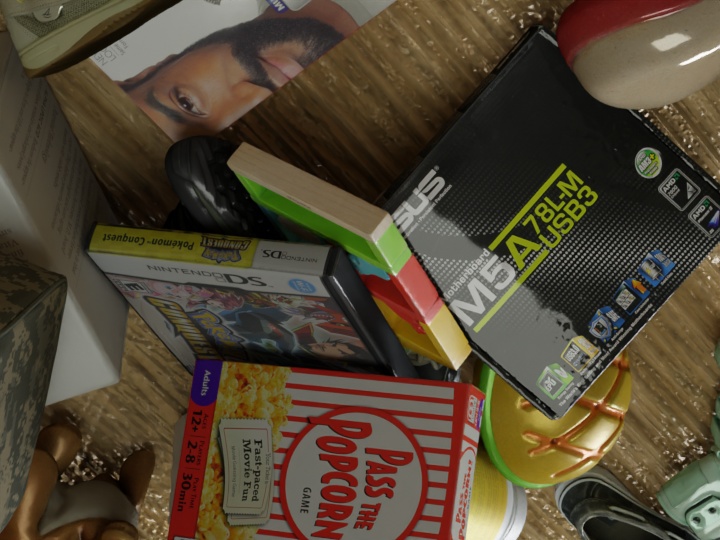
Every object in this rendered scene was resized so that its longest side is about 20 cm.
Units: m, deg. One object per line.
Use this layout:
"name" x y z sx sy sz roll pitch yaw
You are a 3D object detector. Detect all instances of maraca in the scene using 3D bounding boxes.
"maraca" 0.140 0.065 1.362 0.137 0.107 0.200 -19 114 -35

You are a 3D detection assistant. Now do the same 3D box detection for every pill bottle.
"pill bottle" 0.044 0.164 1.376 0.112 0.112 0.200 -38 150 19

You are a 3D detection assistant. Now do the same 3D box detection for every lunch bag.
"lunch bag" -0.284 0.068 1.123 0.168 0.139 0.200 19 119 6

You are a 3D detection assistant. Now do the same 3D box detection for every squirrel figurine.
"squirrel figurine" -0.272 0.205 1.411 0.187 0.142 0.200 18 117 -7

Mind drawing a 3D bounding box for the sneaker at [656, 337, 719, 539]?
"sneaker" 0.280 0.142 1.434 0.118 0.074 0.200 -24 123 4

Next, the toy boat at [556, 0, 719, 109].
"toy boat" 0.213 -0.195 1.201 0.200 0.131 0.131 -28 79 -8

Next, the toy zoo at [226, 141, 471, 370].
"toy zoo" 0.000 0.000 1.235 0.020 0.131 0.200 -52 142 -14

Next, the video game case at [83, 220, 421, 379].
"video game case" -0.069 0.032 1.271 0.181 0.026 0.200 6 154 22

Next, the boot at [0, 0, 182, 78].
"boot" -0.161 -0.228 1.143 0.200 0.072 0.155 -28 92 23

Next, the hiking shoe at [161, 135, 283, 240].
"hiking shoe" -0.106 -0.020 1.281 0.101 0.076 0.200 -13 148 12

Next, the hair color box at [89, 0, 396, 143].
"hair color box" -0.073 -0.180 1.218 0.200 0.064 0.111 -35 119 19

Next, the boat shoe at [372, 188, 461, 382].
"boat shoe" 0.041 0.038 1.360 0.074 0.068 0.199 -1 122 -2

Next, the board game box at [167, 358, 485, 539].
"board game box" -0.024 0.144 1.261 0.200 0.152 0.046 4 168 18

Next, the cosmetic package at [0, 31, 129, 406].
"cosmetic package" -0.268 -0.020 1.246 0.165 0.165 0.200 -17 122 9

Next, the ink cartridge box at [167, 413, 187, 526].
"ink cartridge box" -0.052 0.199 1.411 0.084 0.145 0.200 -31 119 15

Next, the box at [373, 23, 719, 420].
"box" 0.126 -0.032 1.273 0.193 0.048 0.200 42 93 -11

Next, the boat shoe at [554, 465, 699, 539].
"boat shoe" 0.233 0.234 1.494 0.200 0.071 0.072 33 115 -22
